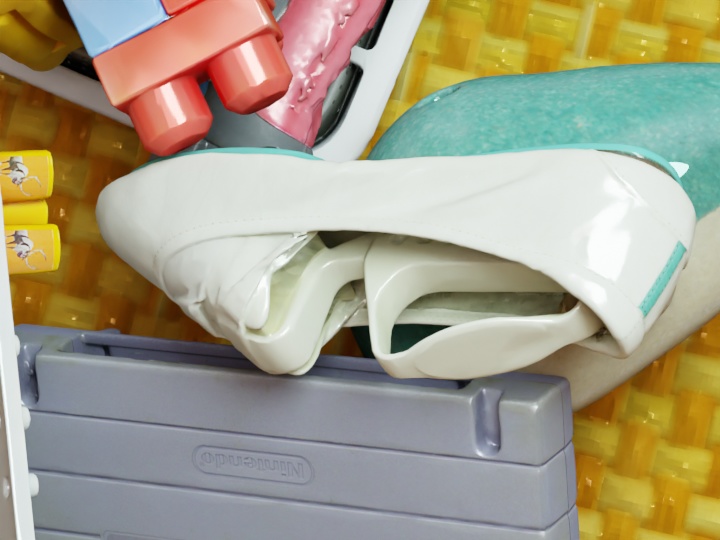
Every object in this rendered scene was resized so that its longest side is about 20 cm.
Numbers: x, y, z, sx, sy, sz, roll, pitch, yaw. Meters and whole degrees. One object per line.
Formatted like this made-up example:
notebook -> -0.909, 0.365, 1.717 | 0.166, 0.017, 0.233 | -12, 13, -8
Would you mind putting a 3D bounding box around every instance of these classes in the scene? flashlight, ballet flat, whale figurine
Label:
flashlight -> -0.001, -0.086, 0.938 | 0.068, 0.068, 0.201 | 28, 89, -13
ballet flat -> 0.000, 0.000, 0.845 | 0.199, 0.069, 0.070 | -1, 79, 28
whale figurine -> 0.081, -0.030, 0.921 | 0.199, 0.159, 0.104 | -30, 99, 16

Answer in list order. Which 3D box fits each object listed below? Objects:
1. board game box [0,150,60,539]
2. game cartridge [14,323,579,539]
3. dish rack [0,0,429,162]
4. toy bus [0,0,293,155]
board game box -> -0.123, 0.080, 0.900 | 0.026, 0.200, 0.201 | -3, 79, -23
game cartridge -> -0.024, 0.087, 0.913 | 0.199, 0.038, 0.130 | 5, 115, 26
dish rack -> -0.067, -0.137, 0.987 | 0.199, 0.044, 0.172 | 23, 90, -4
toy bus -> -0.056, -0.141, 0.878 | 0.199, 0.136, 0.193 | -30, 80, 4
